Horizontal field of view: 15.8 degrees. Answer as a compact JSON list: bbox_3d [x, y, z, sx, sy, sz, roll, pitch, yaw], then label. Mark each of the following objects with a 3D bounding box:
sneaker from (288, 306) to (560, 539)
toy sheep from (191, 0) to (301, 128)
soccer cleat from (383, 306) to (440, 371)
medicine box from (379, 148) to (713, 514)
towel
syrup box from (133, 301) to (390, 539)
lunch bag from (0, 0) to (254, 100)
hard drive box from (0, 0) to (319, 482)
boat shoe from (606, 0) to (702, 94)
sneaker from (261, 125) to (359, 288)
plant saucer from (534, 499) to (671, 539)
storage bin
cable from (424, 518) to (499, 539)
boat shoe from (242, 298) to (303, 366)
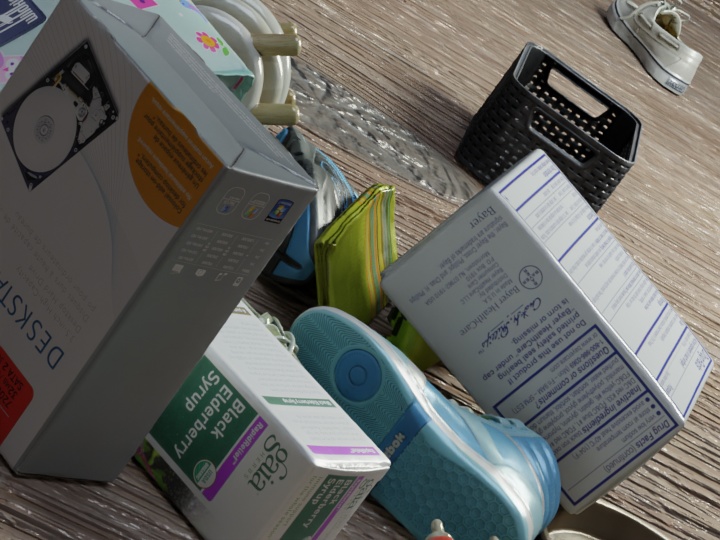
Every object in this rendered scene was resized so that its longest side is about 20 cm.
[{"bbox_3d":[0.042,0.099,1.593,0.200,0.080,0.130,50,22,11],"label":"sneaker"},{"bbox_3d":[-0.109,-0.143,1.841,0.138,0.138,0.200,34,3,-6],"label":"toy sheep"},{"bbox_3d":[0.065,0.033,1.812,0.083,0.065,0.200,27,16,3],"label":"soccer cleat"},{"bbox_3d":[0.129,0.036,1.718,0.200,0.103,0.182,51,18,1],"label":"medicine box"},{"bbox_3d":[0.000,0.000,1.770,0.018,0.087,0.200,-3,12,13],"label":"towel"},{"bbox_3d":[-0.084,0.070,1.422,0.200,0.079,0.081,47,20,28],"label":"syrup box"},{"bbox_3d":[-0.198,-0.140,1.681,0.199,0.122,0.171,-7,49,-46],"label":"lunch bag"},{"bbox_3d":[-0.139,-0.016,1.339,0.077,0.200,0.156,11,30,-52],"label":"hard drive box"},{"bbox_3d":[0.373,-0.302,3.212,0.074,0.086,0.202,26,20,-28],"label":"boat shoe"},{"bbox_3d":[-0.028,-0.037,1.811,0.082,0.073,0.200,35,19,-17],"label":"sneaker"},{"bbox_3d":[0.186,0.215,1.644,0.200,0.030,0.200,32,19,-12],"label":"plant saucer"},{"bbox_3d":[0.174,-0.120,2.368,0.135,0.094,0.200,35,17,-2],"label":"storage bin"},{"bbox_3d":[0.062,0.201,1.410,0.097,0.050,0.200,30,17,-16],"label":"cable"},{"bbox_3d":[-0.069,0.054,1.518,0.200,0.062,0.072,39,18,4],"label":"boat shoe"}]
